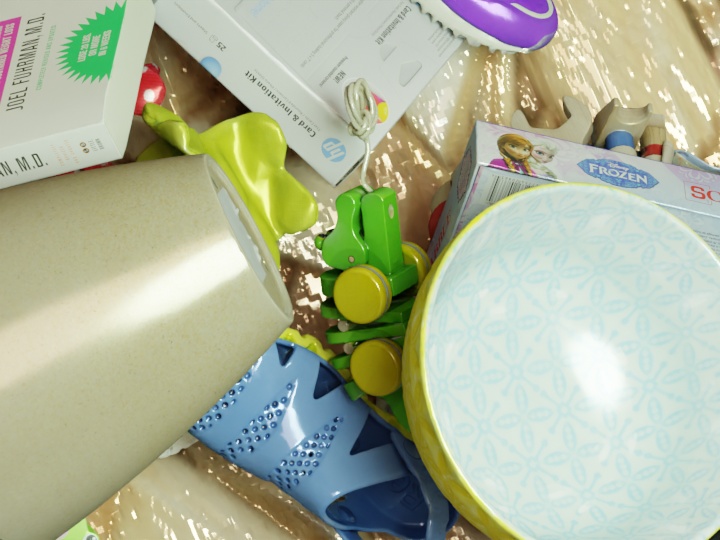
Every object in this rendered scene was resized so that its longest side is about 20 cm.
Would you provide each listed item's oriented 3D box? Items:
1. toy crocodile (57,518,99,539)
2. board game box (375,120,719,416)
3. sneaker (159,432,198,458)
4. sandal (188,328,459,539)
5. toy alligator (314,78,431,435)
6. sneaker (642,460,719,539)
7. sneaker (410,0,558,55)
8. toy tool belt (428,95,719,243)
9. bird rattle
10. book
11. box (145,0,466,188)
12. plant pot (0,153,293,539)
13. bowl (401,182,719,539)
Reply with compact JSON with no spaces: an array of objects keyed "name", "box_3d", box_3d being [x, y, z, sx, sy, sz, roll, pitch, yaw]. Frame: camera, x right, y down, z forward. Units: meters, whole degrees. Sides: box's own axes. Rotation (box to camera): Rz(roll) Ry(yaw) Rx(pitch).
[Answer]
[{"name":"toy crocodile","box_3d":[-0.163,0.198,1.595,0.062,0.068,0.200,6,87,-11]},{"name":"board game box","box_3d":[0.129,0.026,1.632,0.200,0.200,0.041,13,39,-10]},{"name":"sneaker","box_3d":[-0.161,0.068,1.615,0.200,0.081,0.075,-4,80,-14]},{"name":"sandal","box_3d":[-0.019,0.098,1.605,0.200,0.087,0.080,29,116,-21]},{"name":"toy alligator","box_3d":[0.000,0.000,1.574,0.054,0.059,0.200,-8,101,30]},{"name":"sneaker","box_3d":[0.151,0.112,1.609,0.200,0.089,0.079,-7,110,2]},{"name":"sneaker","box_3d":[0.052,-0.215,1.681,0.200,0.100,0.070,48,35,0]},{"name":"toy tool belt","box_3d":[0.132,-0.037,1.687,0.200,0.125,0.123,15,40,-12]},{"name":"bird rattle","box_3d":[-0.134,-0.039,1.590,0.113,0.200,0.163,29,84,-50]},{"name":"book","box_3d":[-0.210,-0.083,1.562,0.200,0.134,0.048,-14,127,15]},{"name":"box","box_3d":[-0.047,-0.157,1.650,0.200,0.041,0.156,41,37,-3]},{"name":"plant pot","box_3d":[-0.141,0.029,1.458,0.200,0.187,0.188,-27,87,7]},{"name":"bowl","box_3d":[0.098,0.063,1.542,0.200,0.108,0.201,6,75,-24]}]
